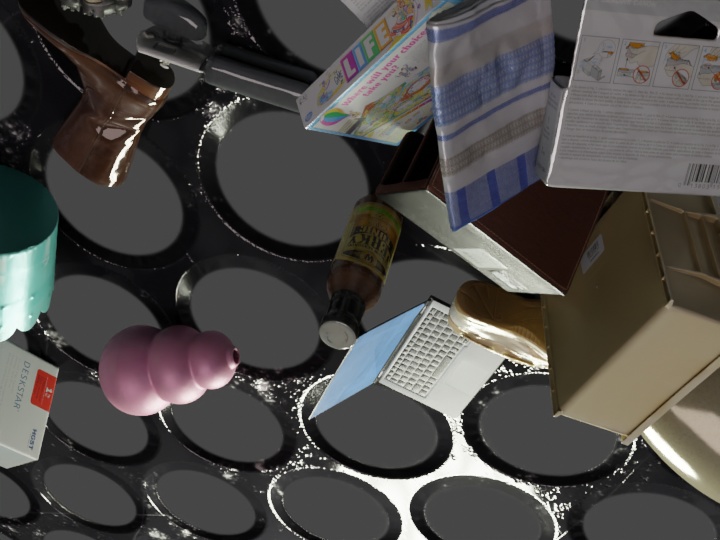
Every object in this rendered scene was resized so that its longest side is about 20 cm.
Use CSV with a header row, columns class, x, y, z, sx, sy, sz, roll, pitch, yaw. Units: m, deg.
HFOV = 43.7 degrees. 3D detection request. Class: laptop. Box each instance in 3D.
class,x,y,z,sx,sy,sz,roll,pitch,yaw
laptop,0.065,0.138,1.133,0.197,0.117,0.188,26,135,-5

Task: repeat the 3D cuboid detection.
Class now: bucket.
class,x,y,z,sx,sy,sz,roll,pitch,yaw
bucket,-0.474,-0.029,1.117,0.204,0.208,0.136,23,126,-2

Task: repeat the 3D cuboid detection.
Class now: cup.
class,x,y,z,sx,sy,sz,roll,pitch,yaw
cup,0.362,0.128,0.950,0.141,0.202,0.201,23,135,-10

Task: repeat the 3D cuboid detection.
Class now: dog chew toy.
class,x,y,z,sx,sy,sz,roll,pitch,yaw
dog chew toy,-0.261,0.132,1.246,0.196,0.126,0.126,-10,128,17

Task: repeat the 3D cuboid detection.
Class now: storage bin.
class,x,y,z,sx,sy,sz,roll,pitch,yaw
storage bin,0.274,0.029,0.904,0.092,0.201,0.201,17,136,-13

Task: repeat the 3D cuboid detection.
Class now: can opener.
class,x,y,z,sx,sy,sz,roll,pitch,yaw
can opener,-0.138,-0.219,0.922,0.197,0.053,0.067,22,134,-1

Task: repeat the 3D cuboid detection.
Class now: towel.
class,x,y,z,sx,sy,sz,roll,pitch,yaw
towel,0.123,-0.150,0.793,0.024,0.146,0.203,30,141,44

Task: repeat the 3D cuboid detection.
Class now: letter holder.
class,x,y,z,sx,sy,sz,roll,pitch,yaw
letter holder,0.140,-0.088,0.916,0.198,0.144,0.100,33,166,-25

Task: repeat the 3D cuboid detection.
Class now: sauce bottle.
class,x,y,z,sx,sy,sz,roll,pitch,yaw
sauce bottle,0.000,0.000,0.971,0.063,0.202,0.066,8,134,8

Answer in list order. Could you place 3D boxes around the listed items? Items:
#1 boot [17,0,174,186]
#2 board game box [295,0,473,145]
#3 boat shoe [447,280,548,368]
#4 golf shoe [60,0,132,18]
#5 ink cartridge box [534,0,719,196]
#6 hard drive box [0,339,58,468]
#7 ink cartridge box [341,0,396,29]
class,x,y,z,sx,sy,sz,roll,pitch,yaw
boot,-0.321,-0.194,1.008,0.185,0.065,0.200,34,138,-14
board game box,0.051,-0.192,0.839,0.133,0.035,0.199,2,152,-45
boat shoe,0.196,0.076,1.069,0.197,0.075,0.069,25,147,-3
golf shoe,-0.318,-0.321,0.891,0.196,0.078,0.096,15,117,3
ink cartridge box,0.268,-0.158,0.803,0.195,0.044,0.177,3,115,-8
hard drive box,-0.560,0.180,1.327,0.076,0.158,0.200,-17,143,27
ink cartridge box,0.022,-0.312,0.789,0.200,0.048,0.159,42,131,-17
